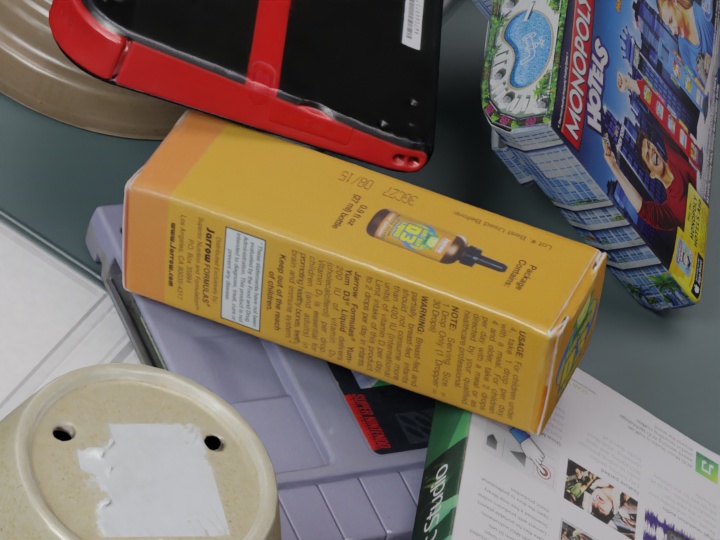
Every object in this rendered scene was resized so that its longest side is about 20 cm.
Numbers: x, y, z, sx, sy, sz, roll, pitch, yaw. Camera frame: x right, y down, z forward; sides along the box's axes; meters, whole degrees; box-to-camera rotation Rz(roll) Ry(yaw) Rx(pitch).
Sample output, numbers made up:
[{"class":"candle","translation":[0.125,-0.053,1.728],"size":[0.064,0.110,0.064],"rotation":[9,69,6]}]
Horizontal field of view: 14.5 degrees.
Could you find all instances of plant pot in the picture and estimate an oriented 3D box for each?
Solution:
[{"class":"plant pot","translation":[-0.113,-0.166,1.377],"size":[0.200,0.093,0.202],"rotation":[13,45,-13]},{"class":"plant pot","translation":[-0.101,0.132,1.009],"size":[0.186,0.200,0.188],"rotation":[14,43,-14]}]

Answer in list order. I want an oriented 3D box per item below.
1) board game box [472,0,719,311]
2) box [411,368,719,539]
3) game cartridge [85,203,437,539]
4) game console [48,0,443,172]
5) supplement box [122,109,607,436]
[{"class":"board game box","translation":[0.102,-0.112,1.371],"size":[0.200,0.061,0.201],"rotation":[46,41,-39]},{"class":"box","translation":[0.089,0.127,1.204],"size":[0.144,0.036,0.201],"rotation":[32,39,-17]},{"class":"game cartridge","translation":[-0.029,0.045,1.255],"size":[0.129,0.038,0.201],"rotation":[-9,53,-27]},{"class":"game console","translation":[-0.046,-0.132,1.285],"size":[0.176,0.031,0.201],"rotation":[20,39,-13]},{"class":"supplement box","translation":[0.000,0.000,1.208],"size":[0.199,0.069,0.067],"rotation":[18,41,16]}]
